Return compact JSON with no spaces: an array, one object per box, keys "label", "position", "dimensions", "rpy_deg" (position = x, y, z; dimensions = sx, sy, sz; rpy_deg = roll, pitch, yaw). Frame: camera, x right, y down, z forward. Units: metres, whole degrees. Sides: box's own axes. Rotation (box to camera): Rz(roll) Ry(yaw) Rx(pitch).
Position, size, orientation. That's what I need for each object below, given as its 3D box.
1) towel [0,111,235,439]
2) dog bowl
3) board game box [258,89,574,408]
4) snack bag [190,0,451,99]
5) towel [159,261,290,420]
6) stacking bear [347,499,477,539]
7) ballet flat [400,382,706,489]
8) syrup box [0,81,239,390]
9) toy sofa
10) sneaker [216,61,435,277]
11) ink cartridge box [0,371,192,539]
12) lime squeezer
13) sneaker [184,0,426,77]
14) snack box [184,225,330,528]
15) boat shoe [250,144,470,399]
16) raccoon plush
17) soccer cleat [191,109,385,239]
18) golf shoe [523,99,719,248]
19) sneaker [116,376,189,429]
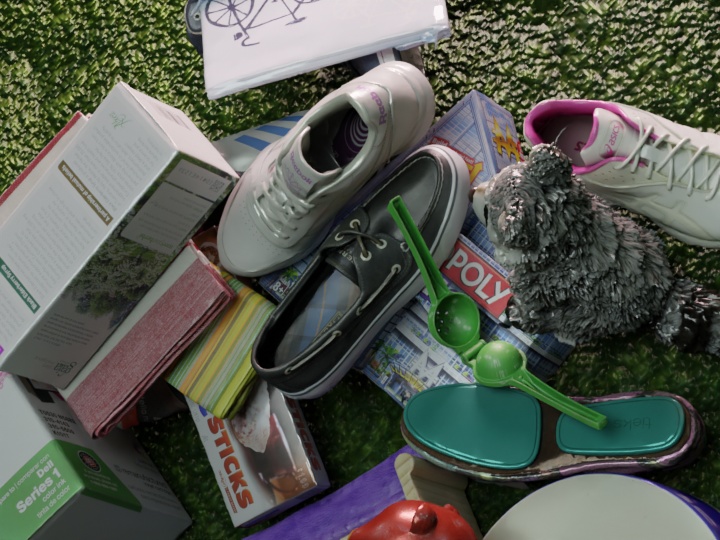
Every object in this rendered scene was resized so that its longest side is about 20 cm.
[{"label":"towel","position":[-0.187,0.001,1.796],"dimensions":[0.144,0.023,0.200],"rpy_deg":[-46,59,12]},{"label":"dog bowl","position":[0.161,0.229,1.609],"dimensions":[0.200,0.079,0.200],"rpy_deg":[-8,72,27]},{"label":"board game box","position":[0.064,-0.009,1.740],"dimensions":[0.200,0.062,0.200],"rpy_deg":[40,98,31]},{"label":"snack bag","position":[-0.035,-0.217,1.794],"dimensions":[0.188,0.021,0.200],"rpy_deg":[-14,56,14]},{"label":"towel","position":[-0.140,0.020,1.788],"dimensions":[0.200,0.018,0.086],"rpy_deg":[34,92,30]},{"label":"stacking bear","position":[0.016,0.239,1.589],"dimensions":[0.114,0.121,0.200],"rpy_deg":[16,90,26]},{"label":"ballet flat","position":[0.127,0.112,1.662],"dimensions":[0.200,0.071,0.069],"rpy_deg":[-2,62,19]},{"label":"syrup box","position":[-0.184,-0.021,1.740],"dimensions":[0.200,0.079,0.081],"rpy_deg":[-49,59,11]},{"label":"toy sofa","position":[-0.024,0.186,1.719],"dimensions":[0.200,0.083,0.098],"rpy_deg":[-31,64,20]},{"label":"sneaker","position":[-0.041,-0.066,1.707],"dimensions":[0.075,0.100,0.200],"rpy_deg":[49,120,9]},{"label":"ink cartridge box","position":[-0.231,0.120,1.819],"dimensions":[0.084,0.145,0.200],"rpy_deg":[-44,60,11]},{"label":"lime squeezer","position":[0.083,0.040,1.654],"dimensions":[0.200,0.038,0.071],"rpy_deg":[48,137,15]},{"label":"sneaker","position":[-0.042,-0.163,1.824],"dimensions":[0.146,0.077,0.202],"rpy_deg":[-27,54,8]},{"label":"snack box","position":[-0.089,0.074,1.780],"dimensions":[0.072,0.024,0.200],"rpy_deg":[-29,72,22]},{"label":"boat shoe","position":[0.000,0.000,1.703],"dimensions":[0.069,0.057,0.200],"rpy_deg":[38,96,32]},{"label":"raccoon plush","position":[0.166,-0.019,1.613],"dimensions":[0.200,0.134,0.097],"rpy_deg":[4,67,6]},{"label":"soccer cleat","position":[-0.069,-0.070,1.825],"dimensions":[0.200,0.086,0.070],"rpy_deg":[-12,115,20]},{"label":"golf shoe","position":[0.193,-0.066,1.667],"dimensions":[0.200,0.092,0.075],"rpy_deg":[14,82,30]},{"label":"sneaker","position":[-0.150,0.018,1.861],"dimensions":[0.082,0.077,0.200],"rpy_deg":[-6,72,0]}]
